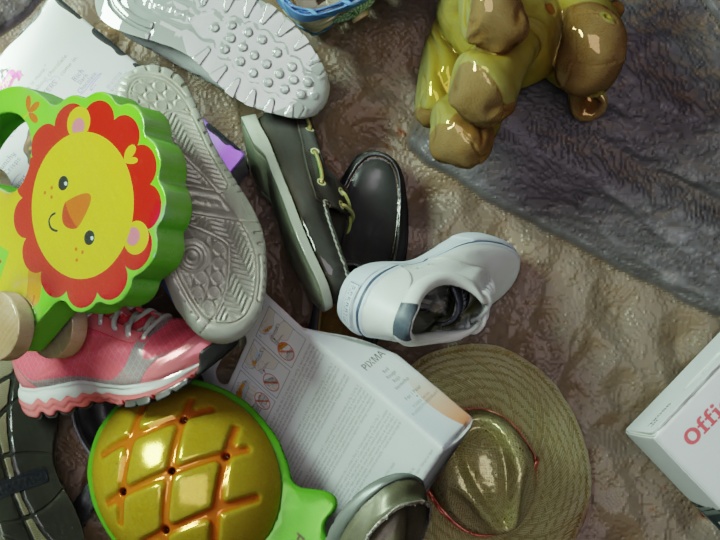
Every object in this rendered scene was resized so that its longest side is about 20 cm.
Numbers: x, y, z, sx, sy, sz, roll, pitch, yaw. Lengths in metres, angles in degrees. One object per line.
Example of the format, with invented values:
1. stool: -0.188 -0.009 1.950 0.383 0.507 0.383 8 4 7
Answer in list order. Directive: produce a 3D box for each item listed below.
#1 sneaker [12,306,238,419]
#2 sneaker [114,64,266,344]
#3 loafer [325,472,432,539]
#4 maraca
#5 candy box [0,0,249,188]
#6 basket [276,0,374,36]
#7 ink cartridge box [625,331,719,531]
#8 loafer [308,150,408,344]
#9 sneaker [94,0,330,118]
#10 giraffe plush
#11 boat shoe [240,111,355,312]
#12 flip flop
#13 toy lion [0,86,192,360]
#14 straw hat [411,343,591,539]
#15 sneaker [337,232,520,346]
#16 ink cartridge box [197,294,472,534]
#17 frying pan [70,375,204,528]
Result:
1. sneaker: -0.181 0.050 0.822 0.199 0.074 0.087 -13 104 26
2. sneaker: -0.128 -0.034 0.814 0.076 0.111 0.201 -20 78 -23
3. loafer: 0.006 0.236 0.787 0.075 0.070 0.201 12 103 -44
4. maraca: -0.108 0.164 0.824 0.200 0.107 0.137 37 84 14
5. candy box: -0.216 -0.085 0.907 0.200 0.072 0.168 40 84 1
6. basket: -0.012 -0.275 0.868 0.176 0.200 0.140 -33 79 -2
7. ink cartridge box: 0.333 0.148 0.901 0.145 0.084 0.200 -44 89 -7
8. loafer: 0.000 0.000 0.907 0.072 0.072 0.202 9 84 -1
9. sneaker: -0.111 -0.182 0.912 0.199 0.081 0.077 30 87 3
10. giraffe plush: 0.139 -0.179 0.910 0.161 0.173 0.201 6 49 -12
11. boat shoe: -0.038 -0.055 0.876 0.060 0.072 0.202 -15 51 -12
12. flip flop: -0.264 0.155 0.884 0.081 0.058 0.201 -12 74 -34
13. toy lion: -0.203 -0.048 0.771 0.192 0.068 0.200 -46 65 21
14. straw hat: 0.095 0.156 0.889 0.199 0.085 0.203 0 84 -3
15. sneaker: 0.069 0.022 0.860 0.071 0.199 0.074 28 119 34
16. ink cartridge box: -0.031 0.107 0.867 0.200 0.163 0.050 42 42 16
17. frying pan: -0.176 0.143 0.901 0.114 0.031 0.192 9 96 8
